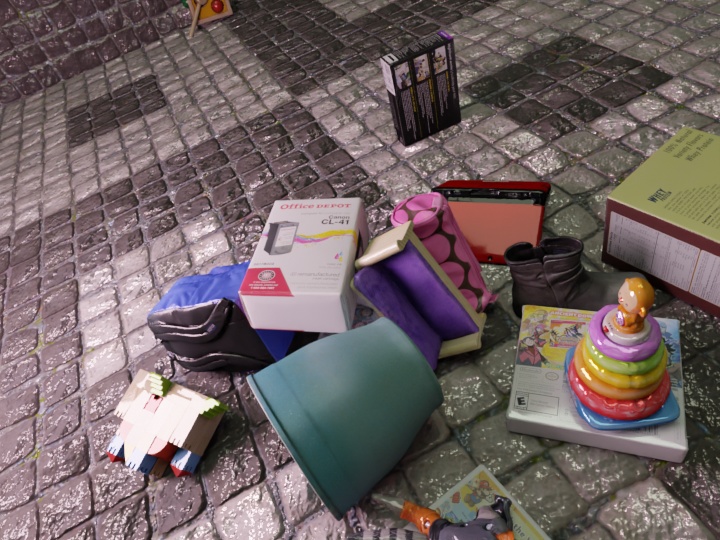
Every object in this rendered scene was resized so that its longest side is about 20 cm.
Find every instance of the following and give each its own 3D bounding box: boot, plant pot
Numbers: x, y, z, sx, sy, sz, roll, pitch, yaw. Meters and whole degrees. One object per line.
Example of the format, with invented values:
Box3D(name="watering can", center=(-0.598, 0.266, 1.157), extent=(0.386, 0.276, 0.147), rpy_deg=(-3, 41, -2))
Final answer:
Box3D(name="boot", center=(0.309, 0.007, 0.739), extent=(0.199, 0.132, 0.070), rpy_deg=(-10, 44, 10))
Box3D(name="plant pot", center=(-0.008, 0.162, 0.652), extent=(0.188, 0.200, 0.200), rpy_deg=(-34, 46, -13))

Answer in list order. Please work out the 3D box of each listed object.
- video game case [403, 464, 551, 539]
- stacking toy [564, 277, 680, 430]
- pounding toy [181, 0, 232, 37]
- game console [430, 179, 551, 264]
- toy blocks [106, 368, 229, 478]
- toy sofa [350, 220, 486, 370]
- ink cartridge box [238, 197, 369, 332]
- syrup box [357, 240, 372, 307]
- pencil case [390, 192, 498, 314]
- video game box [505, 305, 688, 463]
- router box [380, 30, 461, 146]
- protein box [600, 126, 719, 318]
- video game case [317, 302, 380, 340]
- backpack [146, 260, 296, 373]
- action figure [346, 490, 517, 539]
Box3D(name="video game case", center=(0.131, 0.341, 0.561), extent=(0.182, 0.023, 0.200), rpy_deg=(-34, 45, -13))
Box3D(name="stacking toy", center=(0.286, 0.079, 0.567), extent=(0.109, 0.200, 0.116), rpy_deg=(-10, 47, 10))
Box3D(name="pounding toy", center=(-0.623, -1.056, 2.067), extent=(0.199, 0.185, 0.142), rpy_deg=(-23, 39, -11))
Box3D(name="game console", center=(0.230, -0.094, 0.946), extent=(0.199, 0.119, 0.172), rpy_deg=(6, 19, 23))
Box3D(name="toy blocks", center=(-0.298, 0.237, 0.775), extent=(0.199, 0.100, 0.137), rpy_deg=(11, 64, 29))
Box3D(name="toy sofa", center=(0.084, 0.041, 0.729), extent=(0.083, 0.200, 0.098), rpy_deg=(-24, 24, 40))
Box3D(name="ink cartridge box", center=(-0.074, -0.013, 0.766), extent=(0.147, 0.086, 0.201), rpy_deg=(0, 47, 11))
Box3D(name="syrup box", center=(0.000, 0.000, 0.869), extent=(0.199, 0.082, 0.079), rpy_deg=(15, 42, 40))
Box3D(name="pencil case", center=(0.127, -0.021, 0.782), extent=(0.093, 0.200, 0.091), rpy_deg=(-8, 36, 42))
Box3D(name="video game box", center=(0.303, 0.136, 0.681), extent=(0.199, 0.047, 0.183), rpy_deg=(5, 52, 23))
Box3D(name="router box", center=(0.135, -0.386, 1.129), extent=(0.149, 0.200, 0.051), rpy_deg=(-25, 47, -6))
Box3D(name="protein box", center=(0.495, -0.073, 0.749), extent=(0.198, 0.135, 0.200), rpy_deg=(-38, 48, -17))
Box3D(name="video game case", center=(0.016, 0.122, 0.810), extent=(0.181, 0.024, 0.201), rpy_deg=(0, 48, 20))
Box3D(name="backpack", center=(-0.219, 0.076, 0.846), extent=(0.199, 0.163, 0.168), rpy_deg=(-13, 29, 23))
Box3D(name="action figure", center=(0.087, 0.309, 0.522), extent=(0.193, 0.105, 0.201), rpy_deg=(-10, 42, 24))
